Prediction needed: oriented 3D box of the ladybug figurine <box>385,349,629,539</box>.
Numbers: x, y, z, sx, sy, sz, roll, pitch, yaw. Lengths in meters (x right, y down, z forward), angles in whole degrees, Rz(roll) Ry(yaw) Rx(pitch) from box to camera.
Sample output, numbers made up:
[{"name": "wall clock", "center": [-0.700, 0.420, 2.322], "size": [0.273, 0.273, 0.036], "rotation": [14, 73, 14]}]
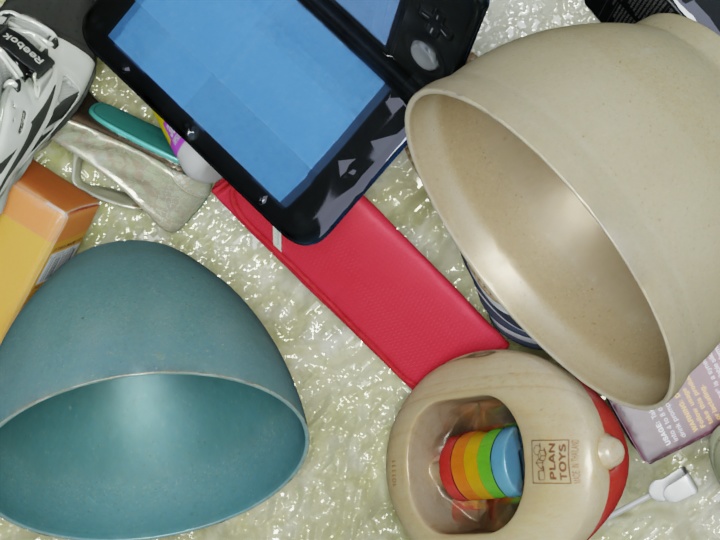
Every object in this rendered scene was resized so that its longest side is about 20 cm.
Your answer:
[{"name": "ladybug figurine", "center": [0.093, 0.117, 0.903], "size": [0.072, 0.200, 0.137], "rotation": [4, 82, -34]}]

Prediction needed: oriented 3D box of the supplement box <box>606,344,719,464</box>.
[{"name": "supplement box", "center": [0.237, 0.030, 0.906], "size": [0.199, 0.110, 0.086], "rotation": [-28, 88, 6]}]

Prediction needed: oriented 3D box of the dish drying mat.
[{"name": "dish drying mat", "center": [0.000, 0.000, 0.933], "size": [0.077, 0.018, 0.200], "rotation": [-36, 108, 29]}]

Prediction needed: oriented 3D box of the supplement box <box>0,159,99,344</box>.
[{"name": "supplement box", "center": [-0.247, 0.028, 0.965], "size": [0.066, 0.069, 0.201], "rotation": [32, 102, 4]}]

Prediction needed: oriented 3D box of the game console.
[{"name": "game console", "center": [-0.050, -0.142, 0.810], "size": [0.200, 0.171, 0.118], "rotation": [43, 69, 9]}]

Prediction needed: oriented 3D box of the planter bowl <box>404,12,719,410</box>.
[{"name": "planter bowl", "center": [0.137, -0.048, 0.772], "size": [0.135, 0.200, 0.200], "rotation": [-38, 88, -14]}]

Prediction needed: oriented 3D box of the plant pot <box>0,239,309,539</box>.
[{"name": "plant pot", "center": [-0.139, 0.061, 0.922], "size": [0.199, 0.200, 0.135], "rotation": [-16, 55, 6]}]

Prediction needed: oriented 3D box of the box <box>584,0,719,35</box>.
[{"name": "box", "center": [0.208, -0.142, 0.858], "size": [0.079, 0.200, 0.141], "rotation": [-38, 88, 4]}]

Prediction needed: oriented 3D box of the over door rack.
[{"name": "over door rack", "center": [0.161, 0.223, 0.934], "size": [0.200, 0.067, 0.148], "rotation": [-31, 89, 27]}]

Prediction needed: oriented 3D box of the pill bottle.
[{"name": "pill bottle", "center": [-0.105, -0.163, 0.932], "size": [0.104, 0.104, 0.201], "rotation": [-30, 80, 6]}]

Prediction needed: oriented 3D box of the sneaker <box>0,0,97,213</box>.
[{"name": "sneaker", "center": [-0.212, -0.111, 0.889], "size": [0.074, 0.089, 0.201], "rotation": [21, 66, 1]}]

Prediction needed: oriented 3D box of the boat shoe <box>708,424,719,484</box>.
[{"name": "boat shoe", "center": [0.263, 0.136, 0.887], "size": [0.066, 0.074, 0.200], "rotation": [-38, 129, -8]}]

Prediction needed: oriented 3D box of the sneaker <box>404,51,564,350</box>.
[{"name": "sneaker", "center": [0.085, -0.041, 0.948], "size": [0.070, 0.109, 0.201], "rotation": [-24, 59, 9]}]

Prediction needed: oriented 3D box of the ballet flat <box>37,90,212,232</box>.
[{"name": "ballet flat", "center": [-0.190, -0.090, 0.971], "size": [0.199, 0.067, 0.063], "rotation": [32, 114, 5]}]
